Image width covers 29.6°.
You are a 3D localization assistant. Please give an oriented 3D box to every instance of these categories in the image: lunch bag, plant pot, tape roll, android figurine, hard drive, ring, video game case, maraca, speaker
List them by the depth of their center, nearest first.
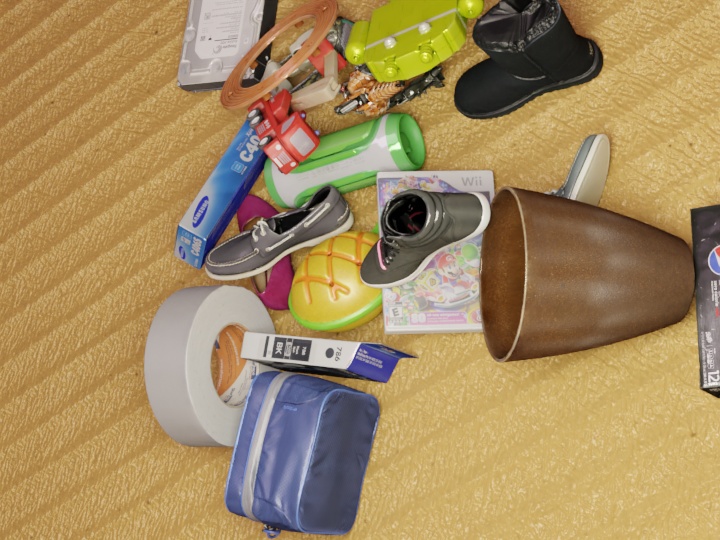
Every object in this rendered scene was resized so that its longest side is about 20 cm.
[{"bbox_3d":[0.246,0.007,1.462,0.200,0.187,0.187,2,72,-10],"label":"plant pot"},{"bbox_3d":[0.066,-0.291,1.619,0.182,0.041,0.200,-18,34,24],"label":"android figurine"},{"bbox_3d":[0.094,-0.024,1.626,0.143,0.018,0.200,-1,72,-4],"label":"video game case"},{"bbox_3d":[-0.078,0.225,1.634,0.132,0.136,0.200,10,83,34],"label":"lunch bag"},{"bbox_3d":[0.000,0.000,1.675,0.200,0.107,0.137,-36,44,-6],"label":"maraca"},{"bbox_3d":[-0.180,0.118,1.690,0.066,0.200,0.201,-3,74,30],"label":"tape roll"},{"bbox_3d":[-0.021,-0.138,1.737,0.200,0.088,0.089,-15,68,28],"label":"speaker"},{"bbox_3d":[-0.103,-0.278,1.763,0.200,0.019,0.201,-34,26,20],"label":"ring"},{"bbox_3d":[-0.185,-0.354,1.932,0.140,0.038,0.200,0,77,32],"label":"hard drive"}]

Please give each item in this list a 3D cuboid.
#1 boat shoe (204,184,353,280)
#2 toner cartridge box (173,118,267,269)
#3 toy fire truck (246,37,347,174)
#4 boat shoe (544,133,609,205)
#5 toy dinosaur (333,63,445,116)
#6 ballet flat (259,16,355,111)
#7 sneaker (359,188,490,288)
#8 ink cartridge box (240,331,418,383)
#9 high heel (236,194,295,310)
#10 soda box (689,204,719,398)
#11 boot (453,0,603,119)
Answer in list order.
[{"bbox_3d":[-0.110,-0.052,1.711,0.200,0.063,0.073,-22,44,2],"label":"boat shoe"},{"bbox_3d":[-0.173,-0.106,1.771,0.043,0.095,0.200,28,63,2],"label":"toner cartridge box"},{"bbox_3d":[-0.072,-0.211,1.706,0.141,0.049,0.200,-38,30,8],"label":"toy fire truck"},{"bbox_3d":[0.228,-0.069,1.571,0.062,0.073,0.200,22,93,30],"label":"boat shoe"},{"bbox_3d":[0.030,-0.230,1.703,0.136,0.102,0.200,-36,34,-3],"label":"toy dinosaur"},{"bbox_3d":[-0.087,-0.273,1.828,0.200,0.072,0.072,-38,60,17],"label":"ballet flat"},{"bbox_3d":[0.043,-0.039,1.529,0.200,0.099,0.071,-31,62,41],"label":"sneaker"},{"bbox_3d":[-0.038,0.107,1.667,0.200,0.099,0.039,2,77,33],"label":"ink cartridge box"},{"bbox_3d":[-0.129,-0.032,1.765,0.067,0.096,0.200,-42,58,15],"label":"high heel"},{"bbox_3d":[0.395,0.031,1.443,0.071,0.063,0.200,-8,72,29],"label":"soda box"},{"bbox_3d":[0.169,-0.254,1.604,0.200,0.168,0.077,-14,69,28],"label":"boot"}]
